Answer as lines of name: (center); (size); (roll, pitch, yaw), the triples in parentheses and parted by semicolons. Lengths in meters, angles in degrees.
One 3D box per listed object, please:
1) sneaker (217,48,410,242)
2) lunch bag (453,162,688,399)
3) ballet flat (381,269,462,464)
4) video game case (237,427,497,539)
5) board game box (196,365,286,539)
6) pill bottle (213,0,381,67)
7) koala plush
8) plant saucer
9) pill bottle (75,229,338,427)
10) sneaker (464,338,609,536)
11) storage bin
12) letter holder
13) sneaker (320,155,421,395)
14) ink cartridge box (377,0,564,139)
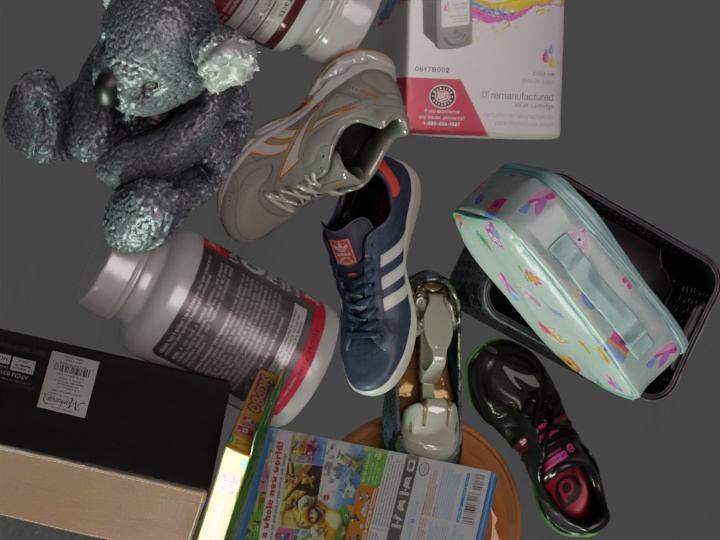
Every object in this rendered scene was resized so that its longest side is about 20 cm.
sneaker: (-0.039, -0.085, 1.655); (0.075, 0.092, 0.200); (25, 118, -39)
lunch bag: (0.171, 0.008, 1.629); (0.077, 0.160, 0.200); (-43, 103, -10)
ballet flat: (0.055, 0.097, 1.719); (0.073, 0.074, 0.202); (0, 78, -17)
video game case: (0.000, 0.215, 1.677); (0.198, 0.018, 0.144); (10, 70, 15)
board game box: (-0.101, 0.169, 1.632); (0.030, 0.096, 0.201); (22, 129, 0)
pill bottle: (-0.085, -0.248, 1.653); (0.199, 0.114, 0.115); (26, 86, -17)
koala plush: (-0.156, -0.155, 1.571); (0.177, 0.201, 0.183); (42, 58, 16)
plant saucer: (0.049, 0.223, 1.766); (0.198, 0.037, 0.202); (-1, 95, -17)
pill bottle: (-0.126, 0.036, 1.661); (0.199, 0.111, 0.111); (29, 85, -17)
sneaker: (0.161, 0.143, 1.770); (0.077, 0.084, 0.201); (-37, 103, -12)
storage bin: (0.193, 0.011, 1.768); (0.199, 0.094, 0.136); (28, 85, -18)
letter holder: (-0.217, 0.141, 1.645); (0.198, 0.143, 0.101); (13, 58, -5)
sneaker: (0.000, 0.000, 1.694); (0.084, 0.074, 0.202); (20, 68, -56)
ink cartridge box: (0.093, -0.212, 1.726); (0.146, 0.086, 0.202); (0, 95, -17)
